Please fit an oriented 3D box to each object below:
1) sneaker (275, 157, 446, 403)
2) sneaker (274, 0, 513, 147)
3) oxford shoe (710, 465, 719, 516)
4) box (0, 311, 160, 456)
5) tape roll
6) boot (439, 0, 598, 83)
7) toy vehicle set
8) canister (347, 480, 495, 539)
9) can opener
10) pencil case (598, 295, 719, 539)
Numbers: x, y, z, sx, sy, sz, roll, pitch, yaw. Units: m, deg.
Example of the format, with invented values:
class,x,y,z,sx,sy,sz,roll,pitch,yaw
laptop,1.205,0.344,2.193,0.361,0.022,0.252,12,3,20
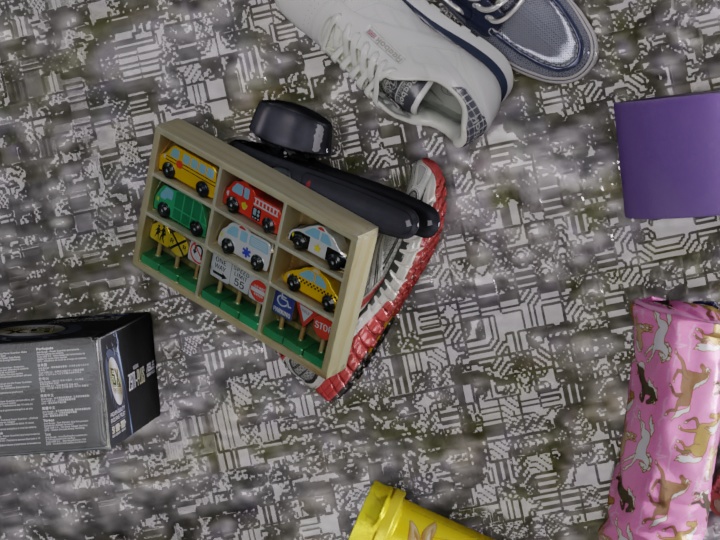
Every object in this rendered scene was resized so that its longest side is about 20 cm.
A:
class,x,y,z,sx,sy,sz,roll,pitch,yaw
sneaker,0.000,0.000,1.616,0.082,0.078,0.200,33,98,6
sneaker,0.016,-0.166,1.585,0.199,0.081,0.077,29,141,7
oxford shoe,0.332,0.108,1.589,0.070,0.075,0.200,31,117,-19
box,-0.269,0.088,1.619,0.199,0.164,0.087,-4,95,9
tape roll,0.283,-0.090,1.505,0.199,0.200,0.085,-6,95,9
boot,0.091,-0.210,1.576,0.200,0.090,0.073,38,99,3
toy vehicle set,-0.083,-0.018,1.593,0.200,0.026,0.125,29,123,27
canister,0.072,0.270,1.626,0.199,0.087,0.149,24,98,4
can opener,-0.026,-0.065,1.585,0.200,0.063,0.079,30,119,39
pencil case,0.229,0.121,1.589,0.082,0.087,0.201,8,97,10
